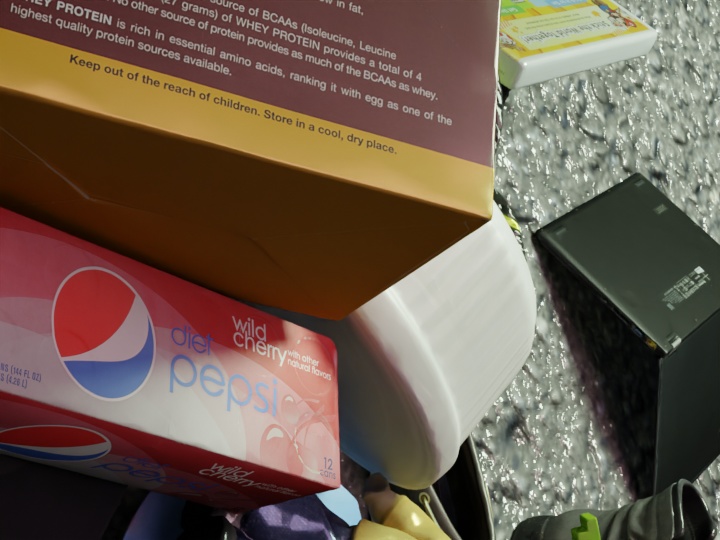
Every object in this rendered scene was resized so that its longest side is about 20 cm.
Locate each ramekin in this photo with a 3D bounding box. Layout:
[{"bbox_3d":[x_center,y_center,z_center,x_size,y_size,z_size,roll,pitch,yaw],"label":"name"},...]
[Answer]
[{"bbox_3d":[0.000,0.000,0.747,0.094,0.202,0.204,-38,107,-19],"label":"ramekin"}]

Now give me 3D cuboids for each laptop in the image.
[{"bbox_3d":[0.218,0.051,1.161,0.200,0.116,0.187,44,35,14],"label":"laptop"}]

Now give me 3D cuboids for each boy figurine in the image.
[{"bbox_3d":[0.006,0.159,0.726,0.199,0.064,0.125,33,48,-21],"label":"boy figurine"}]

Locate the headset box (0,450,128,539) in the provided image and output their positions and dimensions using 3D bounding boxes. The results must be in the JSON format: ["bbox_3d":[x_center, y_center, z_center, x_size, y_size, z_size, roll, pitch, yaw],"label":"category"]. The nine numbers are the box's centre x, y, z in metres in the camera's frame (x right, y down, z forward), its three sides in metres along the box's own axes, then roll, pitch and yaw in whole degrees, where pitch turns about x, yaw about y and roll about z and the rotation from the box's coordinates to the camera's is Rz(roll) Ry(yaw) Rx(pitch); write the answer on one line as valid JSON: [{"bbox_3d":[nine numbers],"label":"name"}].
[{"bbox_3d":[-0.172,0.034,0.621,0.175,0.092,0.201,50,42,-25],"label":"headset box"}]

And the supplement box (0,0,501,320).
[{"bbox_3d":[-0.059,-0.112,0.575,0.195,0.133,0.203,13,68,-22],"label":"supplement box"}]

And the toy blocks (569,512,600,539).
[{"bbox_3d":[0.078,0.245,0.808,0.100,0.135,0.203,125,-45,-88],"label":"toy blocks"}]

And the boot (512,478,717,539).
[{"bbox_3d":[0.147,0.223,0.896,0.070,0.131,0.202,33,51,-38],"label":"boot"}]

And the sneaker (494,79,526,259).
[{"bbox_3d":[0.043,-0.058,0.884,0.074,0.076,0.203,0,75,-18],"label":"sneaker"}]

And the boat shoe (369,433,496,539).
[{"bbox_3d":[0.032,0.078,0.878,0.071,0.060,0.204,-3,77,-51],"label":"boat shoe"}]

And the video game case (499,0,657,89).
[{"bbox_3d":[0.085,-0.190,1.014,0.182,0.023,0.199,40,32,21],"label":"video game case"}]

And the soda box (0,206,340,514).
[{"bbox_3d":[-0.094,0.040,0.589,0.199,0.063,0.071,23,57,-45],"label":"soda box"}]

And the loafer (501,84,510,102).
[{"bbox_3d":[0.052,-0.115,0.980,0.071,0.067,0.202,55,43,-33],"label":"loafer"}]

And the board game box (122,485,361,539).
[{"bbox_3d":[-0.053,0.189,0.746,0.157,0.039,0.203,2,68,-45],"label":"board game box"}]
